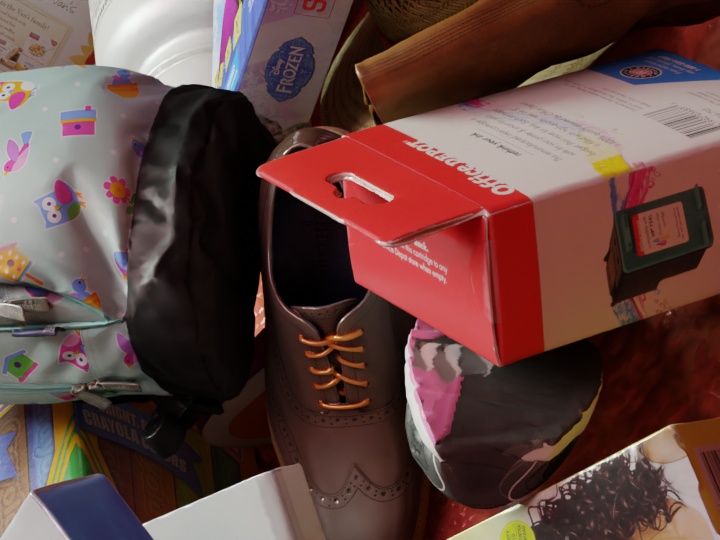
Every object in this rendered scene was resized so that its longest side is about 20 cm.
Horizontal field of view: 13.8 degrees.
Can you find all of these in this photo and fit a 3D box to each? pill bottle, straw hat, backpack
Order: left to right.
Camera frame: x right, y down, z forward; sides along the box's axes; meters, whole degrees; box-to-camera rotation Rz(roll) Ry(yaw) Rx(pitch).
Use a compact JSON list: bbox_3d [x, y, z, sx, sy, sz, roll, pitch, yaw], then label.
[{"bbox_3d":[-0.147,-0.015,1.306,0.200,0.127,0.167,-1,50,14],"label":"backpack"},{"bbox_3d":[-0.079,-0.122,1.516,0.114,0.114,0.200,-39,39,25],"label":"pill bottle"},{"bbox_3d":[0.036,-0.143,1.367,0.201,0.085,0.201,-28,28,16],"label":"straw hat"}]

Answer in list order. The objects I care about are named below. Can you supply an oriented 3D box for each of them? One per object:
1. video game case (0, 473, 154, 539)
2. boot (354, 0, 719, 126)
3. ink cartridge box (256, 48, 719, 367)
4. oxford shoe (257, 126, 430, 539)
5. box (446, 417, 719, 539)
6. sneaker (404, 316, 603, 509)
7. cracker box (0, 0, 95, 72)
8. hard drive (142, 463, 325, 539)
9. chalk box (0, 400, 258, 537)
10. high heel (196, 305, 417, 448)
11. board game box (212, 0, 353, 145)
[{"bbox_3d":[-0.099,0.213,1.154,0.200,0.045,0.181,50,124,24],"label":"video game case"},{"bbox_3d":[0.085,-0.127,1.211,0.200,0.188,0.069,-24,80,-5],"label":"boot"},{"bbox_3d":[0.072,-0.024,1.186,0.116,0.200,0.067,30,132,56],"label":"ink cartridge box"},{"bbox_3d":[-0.014,0.038,1.277,0.071,0.073,0.200,-11,90,8],"label":"oxford shoe"},{"bbox_3d":[0.070,0.129,1.166,0.200,0.050,0.075,-32,74,34],"label":"box"},{"bbox_3d":[0.054,0.056,1.222,0.200,0.080,0.086,-71,-7,-68],"label":"sneaker"},{"bbox_3d":[-0.151,-0.181,1.633,0.200,0.134,0.058,-58,34,-2],"label":"cracker box"},{"bbox_3d":[-0.045,0.194,1.211,0.132,0.026,0.200,-25,79,38],"label":"hard drive"},{"bbox_3d":[-0.130,0.101,1.394,0.124,0.124,0.200,-38,40,27],"label":"chalk box"},{"bbox_3d":[0.000,0.000,1.362,0.200,0.067,0.096,-32,49,9],"label":"high heel"},{"bbox_3d":[-0.029,-0.181,1.369,0.200,0.041,0.200,112,162,-50],"label":"board game box"}]
